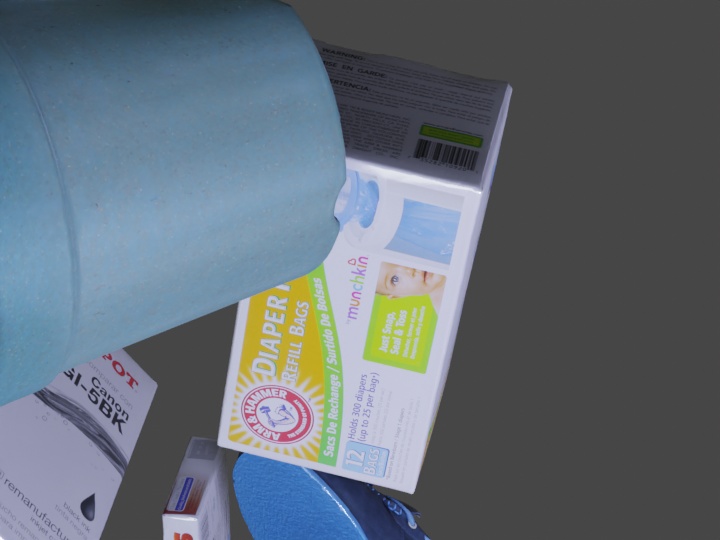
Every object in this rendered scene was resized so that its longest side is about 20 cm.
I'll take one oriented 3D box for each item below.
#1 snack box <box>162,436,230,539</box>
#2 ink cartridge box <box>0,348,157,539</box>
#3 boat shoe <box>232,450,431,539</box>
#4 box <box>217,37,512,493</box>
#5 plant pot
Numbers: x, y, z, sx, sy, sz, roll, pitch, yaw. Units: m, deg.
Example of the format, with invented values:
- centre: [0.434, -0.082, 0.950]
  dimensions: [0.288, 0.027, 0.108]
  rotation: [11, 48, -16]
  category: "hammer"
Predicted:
- centre: [-0.093, 0.197, 1.428]
  dimensions: [0.024, 0.072, 0.200]
  rotation: [6, 126, 8]
  category: "snack box"
- centre: [-0.202, 0.086, 1.299]
  dimensions: [0.083, 0.200, 0.147]
  rotation: [-32, 113, 27]
  category: "ink cartridge box"
- centre: [0.001, 0.159, 1.385]
  dimensions: [0.084, 0.069, 0.200]
  rotation: [-20, 117, 35]
  category: "boat shoe"
- centre: [0.000, 0.000, 1.248]
  dimensions: [0.112, 0.101, 0.200]
  rotation: [13, 126, 4]
  category: "box"
- centre: [-0.125, -0.045, 1.095]
  dimensions: [0.196, 0.200, 0.200]
  rotation: [-15, 133, -29]
  category: "plant pot"
